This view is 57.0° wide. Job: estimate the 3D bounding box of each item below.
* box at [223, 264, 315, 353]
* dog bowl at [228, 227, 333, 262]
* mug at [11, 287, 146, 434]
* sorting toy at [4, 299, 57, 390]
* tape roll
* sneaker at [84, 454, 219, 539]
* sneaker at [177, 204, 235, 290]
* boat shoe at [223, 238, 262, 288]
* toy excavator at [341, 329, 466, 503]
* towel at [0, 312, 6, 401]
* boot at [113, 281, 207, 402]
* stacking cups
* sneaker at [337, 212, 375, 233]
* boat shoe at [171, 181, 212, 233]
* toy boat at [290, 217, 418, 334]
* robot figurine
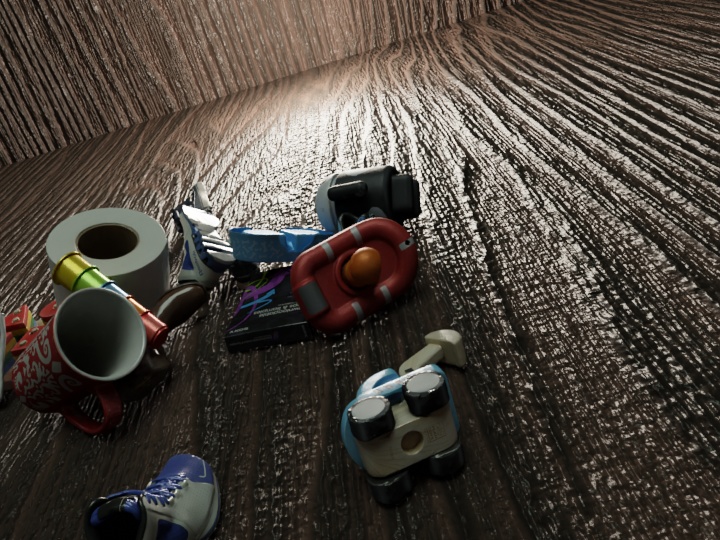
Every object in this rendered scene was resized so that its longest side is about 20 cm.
[{"bbox_3d":[-0.132,0.054,1.087,0.140,0.037,0.201,-12,29,12],"label":"box"},{"bbox_3d":[-0.140,-0.046,1.178,0.197,0.051,0.111,-3,11,-36],"label":"dog bowl"},{"bbox_3d":[-0.418,0.145,0.953,0.198,0.132,0.181,-30,49,37],"label":"mug"},{"bbox_3d":[-0.600,0.124,1.202,0.196,0.071,0.200,-12,28,13],"label":"sorting toy"},{"bbox_3d":[-0.445,0.002,1.182,0.198,0.141,0.205,7,37,-5],"label":"tape roll"},{"bbox_3d":[-0.210,0.250,0.670,0.079,0.117,0.201,-7,30,12],"label":"sneaker"},{"bbox_3d":[-0.305,-0.029,1.230,0.080,0.116,0.200,17,24,-39],"label":"sneaker"},{"bbox_3d":[-0.238,-0.028,1.271,0.074,0.063,0.200,-24,28,-9],"label":"boat shoe"},{"bbox_3d":[0.059,0.141,0.764,0.191,0.102,0.200,-22,19,-10],"label":"toy excavator"},{"bbox_3d":[-0.682,0.162,1.111,0.196,0.150,0.030,-14,-17,12],"label":"towel"},{"bbox_3d":[-0.315,0.111,1.059,0.185,0.065,0.200,-35,26,-5],"label":"boot"},{"bbox_3d":[-0.377,0.046,1.018,0.198,0.061,0.061,32,43,9],"label":"stacking cups"},{"bbox_3d":[0.014,-0.047,1.121,0.078,0.091,0.199,-31,32,-25],"label":"sneaker"},{"bbox_3d":[-0.407,-0.152,1.581,0.091,0.076,0.200,-15,27,-13],"label":"boat shoe"},{"bbox_3d":[0.000,0.000,0.970,0.198,0.132,0.131,-30,0,-20],"label":"toy boat"},{"bbox_3d":[0.012,-0.130,1.235,0.196,0.152,0.126,-5,42,23],"label":"robot figurine"}]
